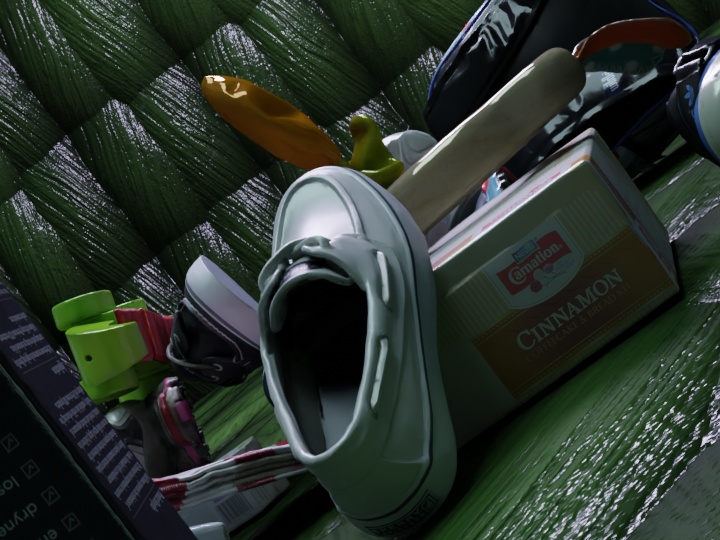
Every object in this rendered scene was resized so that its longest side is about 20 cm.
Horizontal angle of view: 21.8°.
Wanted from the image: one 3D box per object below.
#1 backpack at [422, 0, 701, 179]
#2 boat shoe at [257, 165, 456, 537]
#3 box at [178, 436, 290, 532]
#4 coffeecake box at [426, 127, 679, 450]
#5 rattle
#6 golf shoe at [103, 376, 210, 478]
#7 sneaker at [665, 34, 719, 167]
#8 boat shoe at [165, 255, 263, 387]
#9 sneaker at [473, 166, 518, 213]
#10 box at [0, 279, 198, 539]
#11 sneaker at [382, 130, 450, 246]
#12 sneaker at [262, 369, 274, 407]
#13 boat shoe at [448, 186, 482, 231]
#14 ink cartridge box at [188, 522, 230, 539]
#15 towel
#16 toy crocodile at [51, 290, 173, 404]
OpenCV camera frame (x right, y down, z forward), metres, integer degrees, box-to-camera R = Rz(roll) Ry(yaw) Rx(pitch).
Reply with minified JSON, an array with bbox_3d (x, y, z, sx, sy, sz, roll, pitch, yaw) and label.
[{"bbox_3d":[0.151,-0.135,1.400,0.190,0.200,0.154,-44,-30,5],"label":"backpack"},{"bbox_3d":[-0.009,0.016,0.772,0.073,0.065,0.200,-35,40,14],"label":"boat shoe"},{"bbox_3d":[-0.129,0.169,1.168,0.200,0.041,0.039,-37,0,31],"label":"box"},{"bbox_3d":[0.069,0.011,0.899,0.153,0.073,0.200,-36,2,11],"label":"coffeecake box"},{"bbox_3d":[0.046,-0.102,0.948,0.200,0.143,0.130,-44,-19,19],"label":"rattle"},{"bbox_3d":[-0.143,0.127,1.222,0.092,0.073,0.200,-22,-20,-7],"label":"golf shoe"},{"bbox_3d":[0.172,-0.067,0.803,0.111,0.077,0.200,-27,4,42],"label":"sneaker"},{"bbox_3d":[-0.091,0.042,1.177,0.066,0.070,0.200,-47,-3,-4],"label":"boat shoe"},{"bbox_3d":[0.071,-0.001,1.108,0.095,0.079,0.200,-39,1,14],"label":"sneaker"},{"bbox_3d":[-0.179,0.127,0.732,0.200,0.197,0.124,-37,1,0],"label":"box"},{"bbox_3d":[0.000,0.000,1.161,0.099,0.078,0.201,-77,10,-73],"label":"sneaker"},{"bbox_3d":[-0.031,0.072,1.313,0.108,0.070,0.200,-36,4,-42],"label":"sneaker"},{"bbox_3d":[0.072,-0.034,1.248,0.075,0.062,0.200,-57,-23,4],"label":"boat shoe"},{"bbox_3d":[-0.179,0.167,0.948,0.199,0.043,0.196,-10,-6,-17],"label":"ink cartridge box"},{"bbox_3d":[-0.077,0.107,0.995,0.199,0.023,0.144,-16,-3,-11],"label":"towel"},{"bbox_3d":[-0.146,0.049,1.198,0.062,0.068,0.200,-19,-7,8],"label":"toy crocodile"}]
